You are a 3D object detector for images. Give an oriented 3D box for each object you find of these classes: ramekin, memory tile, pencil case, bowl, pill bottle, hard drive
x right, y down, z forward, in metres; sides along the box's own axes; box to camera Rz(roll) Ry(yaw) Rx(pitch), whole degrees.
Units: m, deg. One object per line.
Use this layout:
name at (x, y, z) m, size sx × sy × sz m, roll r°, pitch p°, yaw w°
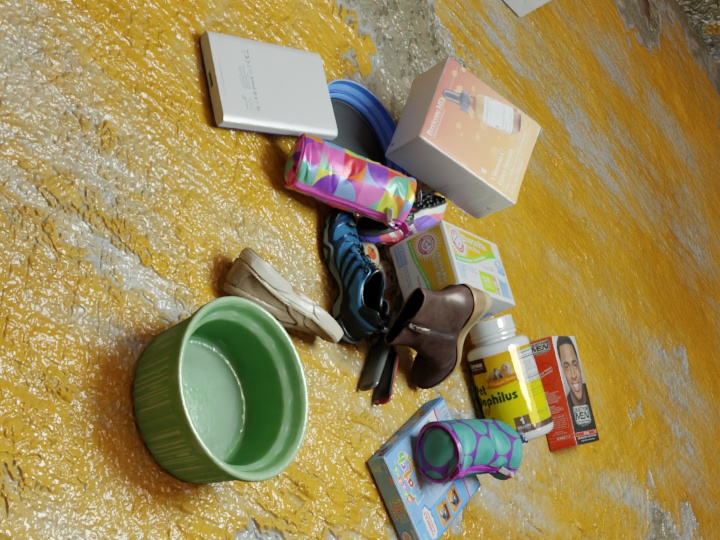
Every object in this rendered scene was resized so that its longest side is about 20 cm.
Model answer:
ramekin at (-0.158, 0.140, 1.061) m, size 0.199 × 0.096 × 0.204 m, roll 28°, pitch 52°, yaw -43°
memory tile at (0.067, -0.012, 1.512) m, size 0.200 × 0.017 × 0.155 m, roll 48°, pitch 40°, yaw -28°
pencil case at (0.163, 0.264, 1.385) m, size 0.198 × 0.085 × 0.093 m, roll 12°, pitch 34°, yaw -51°
bowl at (-0.007, -0.194, 1.466) m, size 0.199 × 0.039 × 0.205 m, roll 25°, pitch 54°, yaw -39°
pill bottle at (0.243, 0.181, 1.578) m, size 0.108 × 0.108 × 0.204 m, roll -8°, pitch 80°, yaw -54°
pencil case at (-0.012, -0.123, 1.345) m, size 0.196 × 0.089 × 0.090 m, roll 20°, pitch 54°, yaw -17°
hard drive at (-0.125, -0.254, 1.325) m, size 0.197 × 0.025 × 0.135 m, roll 1°, pitch 71°, yaw -43°

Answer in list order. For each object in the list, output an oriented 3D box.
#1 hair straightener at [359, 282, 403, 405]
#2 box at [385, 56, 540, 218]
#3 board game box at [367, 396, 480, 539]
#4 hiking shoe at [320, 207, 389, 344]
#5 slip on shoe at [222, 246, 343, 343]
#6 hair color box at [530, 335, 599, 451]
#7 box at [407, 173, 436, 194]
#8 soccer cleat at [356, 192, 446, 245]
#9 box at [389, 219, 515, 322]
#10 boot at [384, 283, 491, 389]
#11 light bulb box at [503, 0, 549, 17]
hair straightener at (0.032, 0.092, 1.389) m, size 0.077 × 0.040 × 0.203 m, roll 44°, pitch 47°, yaw -32°
box at (0.162, -0.205, 1.495) m, size 0.198 × 0.106 × 0.155 m, roll 30°, pitch 67°, yaw -22°
board game box at (0.098, 0.297, 1.386) m, size 0.199 × 0.036 × 0.154 m, roll -31°, pitch 100°, yaw -56°
hiking shoe at (0.000, 0.000, 1.353) m, size 0.074 × 0.086 × 0.205 m, roll 11°, pitch 65°, yaw -50°
slip on shoe at (-0.099, 0.048, 1.225) m, size 0.061 × 0.076 × 0.200 m, roll -52°, pitch 135°, yaw -6°
hair color box at (0.380, 0.228, 1.783) m, size 0.101 × 0.060 × 0.205 m, roll 4°, pitch 70°, yaw -52°
box at (0.164, -0.216, 1.662) m, size 0.199 × 0.108 × 0.130 m, roll -21°, pitch 90°, yaw -55°
soccer cleat at (0.065, -0.064, 1.471) m, size 0.198 × 0.067 × 0.075 m, roll -24°, pitch 126°, yaw -47°
box at (0.146, 0.010, 1.485) m, size 0.199 × 0.100 × 0.115 m, roll 16°, pitch 53°, yaw -56°
boot at (0.088, 0.097, 1.366) m, size 0.164 × 0.202 × 0.073 m, roll 1°, pitch 41°, yaw -44°
light bulb box at (0.357, -0.732, 2.163) m, size 0.197 × 0.123 × 0.204 m, roll 30°, pitch 50°, yaw -42°
